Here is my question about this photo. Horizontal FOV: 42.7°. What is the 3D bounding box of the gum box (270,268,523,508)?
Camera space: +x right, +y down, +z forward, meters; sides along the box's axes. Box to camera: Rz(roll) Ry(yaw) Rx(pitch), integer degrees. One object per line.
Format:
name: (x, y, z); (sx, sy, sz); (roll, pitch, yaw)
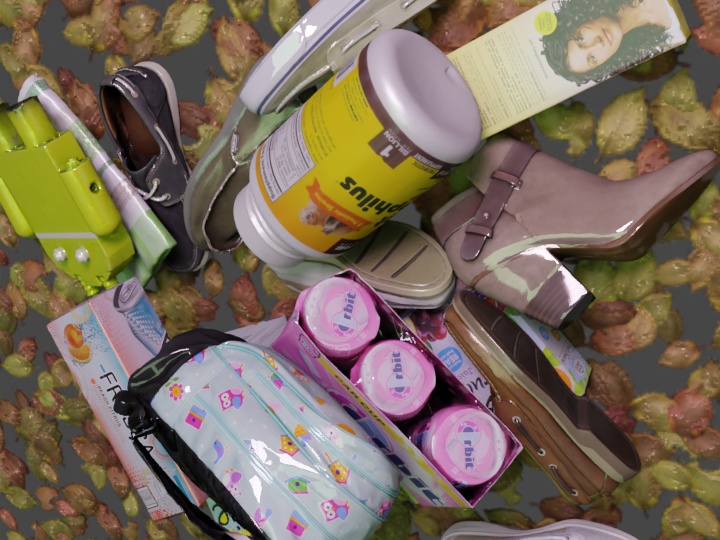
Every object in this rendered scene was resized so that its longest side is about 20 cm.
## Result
gum box: (0.020, 0.093, 0.728); (0.200, 0.066, 0.113); (46, 160, -1)

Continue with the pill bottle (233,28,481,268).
pill bottle: (-0.011, -0.083, 0.705); (0.199, 0.109, 0.110); (-36, 92, 37)

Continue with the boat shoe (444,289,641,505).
boat shoe: (0.129, 0.106, 0.726); (0.200, 0.072, 0.068); (47, 115, 1)

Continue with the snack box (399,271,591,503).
snack box: (0.080, 0.096, 0.812); (0.143, 0.053, 0.200); (48, 119, -1)

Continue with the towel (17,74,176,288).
towel: (-0.264, -0.072, 0.884); (0.201, 0.031, 0.149); (51, 147, 1)

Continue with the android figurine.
android figurine: (-0.282, -0.062, 0.861); (0.181, 0.041, 0.202); (4, 124, 45)

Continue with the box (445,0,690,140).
box: (0.138, -0.161, 0.693); (0.198, 0.050, 0.076); (-25, 97, 30)

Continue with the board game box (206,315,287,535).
board game box: (-0.097, 0.164, 0.888); (0.102, 0.105, 0.202); (-16, 101, 28)

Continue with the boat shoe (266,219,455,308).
boat shoe: (0.000, 0.000, 0.799); (0.198, 0.075, 0.069); (18, 138, 37)

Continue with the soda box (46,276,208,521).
soda box: (-0.189, 0.114, 0.812); (0.063, 0.068, 0.202); (-23, 98, 31)

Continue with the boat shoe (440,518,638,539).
boat shoe: (0.161, 0.271, 0.835); (0.199, 0.065, 0.075); (-1, 109, 24)

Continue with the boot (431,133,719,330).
boot: (0.155, -0.057, 0.711); (0.200, 0.070, 0.146); (-43, 63, -2)

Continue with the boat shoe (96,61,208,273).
boat shoe: (-0.196, -0.088, 0.861); (0.071, 0.068, 0.203); (-5, 108, 23)

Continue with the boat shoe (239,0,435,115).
boat shoe: (-0.007, -0.184, 0.712); (0.200, 0.072, 0.062); (-42, 97, 8)

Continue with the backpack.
backpack: (-0.067, 0.138, 0.698); (0.199, 0.167, 0.127); (38, 90, 30)

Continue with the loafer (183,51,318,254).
loafer: (-0.092, -0.090, 0.801); (0.070, 0.075, 0.201); (44, 122, 28)
